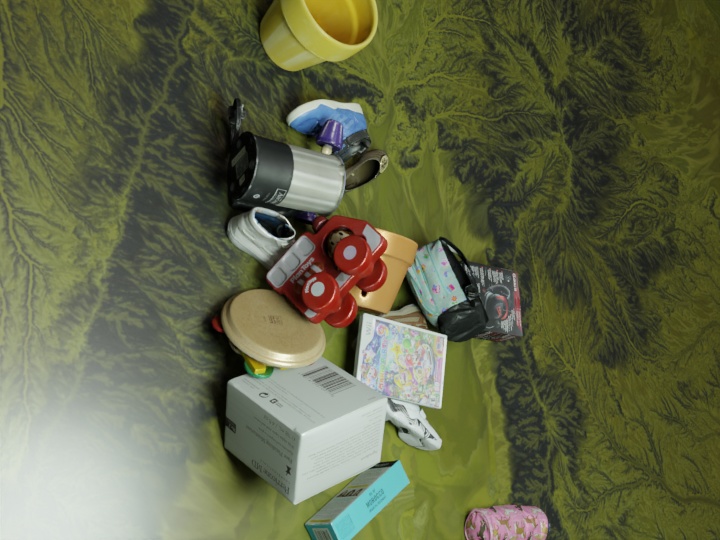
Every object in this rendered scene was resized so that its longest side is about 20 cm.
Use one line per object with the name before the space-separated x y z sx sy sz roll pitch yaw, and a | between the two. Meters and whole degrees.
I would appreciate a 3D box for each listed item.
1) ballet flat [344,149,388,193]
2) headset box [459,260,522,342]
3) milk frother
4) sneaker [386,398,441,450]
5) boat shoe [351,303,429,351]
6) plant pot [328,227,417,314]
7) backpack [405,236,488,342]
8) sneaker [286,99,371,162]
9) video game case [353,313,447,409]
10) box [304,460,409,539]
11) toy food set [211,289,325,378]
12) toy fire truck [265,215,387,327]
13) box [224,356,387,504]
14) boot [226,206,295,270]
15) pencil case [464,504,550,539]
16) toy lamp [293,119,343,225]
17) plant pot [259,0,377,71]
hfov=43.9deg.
ballet flat | -0.004 -0.194 1.815 0.198 0.046 0.069 -28 129 -40
headset box | 0.276 0.071 1.970 0.197 0.074 0.152 10 71 -38
milk frother | -0.148 -0.206 1.620 0.185 0.179 0.205 10 76 -34
sneaker | 0.097 0.262 1.754 0.199 0.075 0.116 39 57 -21
boat shoe | 0.066 0.125 1.758 0.198 0.076 0.072 -20 61 -42
plant pot | 0.000 0.000 1.691 0.197 0.198 0.144 16 83 -36
backpack | 0.169 0.035 1.817 0.167 0.124 0.203 65 0 -65
sneaker | -0.055 -0.274 1.790 0.198 0.076 0.113 -9 73 -49
video game case | 0.078 0.175 1.709 0.196 0.018 0.147 16 71 -28
box | -0.004 0.419 1.612 0.199 0.082 0.050 -33 99 -42
toy food set | -0.155 0.102 1.543 0.195 0.049 0.201 -3 41 -38
toy fire truck | -0.056 -0.012 1.557 0.201 0.168 0.112 -48 151 0
box | -0.093 0.253 1.487 0.197 0.197 0.134 -15 120 -42
boot | -0.143 -0.045 1.628 0.198 0.095 0.075 30 58 -30
pencil case | 0.302 0.533 1.844 0.197 0.086 0.085 11 101 -38
toy lamp | -0.077 -0.190 1.722 0.057 0.058 0.205 20 84 -34
plant pot | -0.096 -0.490 1.749 0.198 0.187 0.206 14 68 -36
